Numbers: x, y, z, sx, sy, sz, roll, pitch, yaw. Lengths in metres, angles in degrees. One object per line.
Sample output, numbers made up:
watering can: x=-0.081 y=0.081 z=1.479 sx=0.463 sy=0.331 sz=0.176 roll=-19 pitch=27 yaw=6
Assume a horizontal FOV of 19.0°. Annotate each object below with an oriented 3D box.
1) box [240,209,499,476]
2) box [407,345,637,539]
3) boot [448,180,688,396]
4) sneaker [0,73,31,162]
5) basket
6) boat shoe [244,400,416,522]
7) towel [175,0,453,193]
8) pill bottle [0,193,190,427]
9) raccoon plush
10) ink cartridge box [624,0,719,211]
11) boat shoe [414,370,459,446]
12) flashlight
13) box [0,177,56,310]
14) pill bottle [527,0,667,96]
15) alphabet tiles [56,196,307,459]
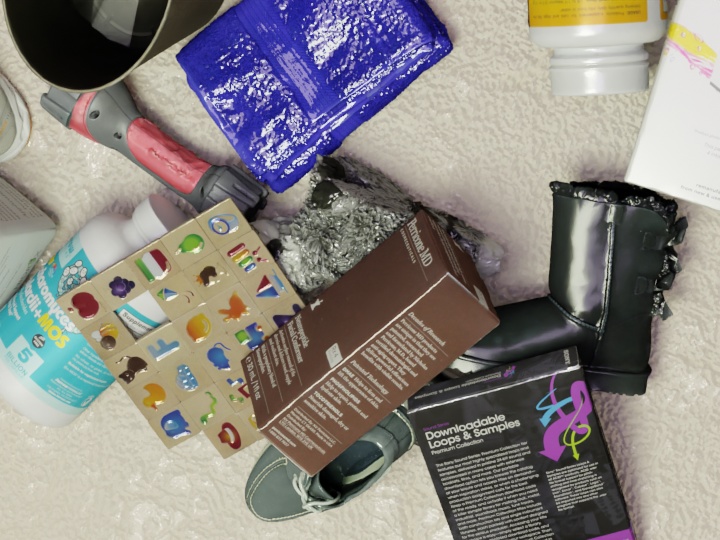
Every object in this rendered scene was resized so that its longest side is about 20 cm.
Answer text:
box: x=0.005 y=0.057 z=1.690 sx=0.200 sy=0.100 sz=0.075 roll=-39 pitch=122 yaw=11
box: x=0.132 y=0.164 z=1.726 sx=0.142 sy=0.036 sz=0.201 roll=-15 pitch=122 yaw=8
boot: x=0.159 y=0.008 z=1.717 sx=0.197 sy=0.073 sz=0.164 roll=7 pitch=104 yaw=-3
sneaker: x=-0.350 y=-0.179 z=1.792 sx=0.076 sy=0.092 sz=0.201 roll=-35 pitch=90 yaw=13
basket: x=-0.182 y=-0.234 z=1.694 sx=0.135 sy=0.200 sz=0.182 roll=16 pitch=100 yaw=10
boat shoe: x=-0.033 y=0.163 z=1.764 sx=0.200 sy=0.062 sz=0.073 roll=-32 pitch=104 yaw=37
towel: x=-0.041 y=-0.176 z=1.751 sx=0.200 sy=0.050 sz=0.148 roll=-38 pitch=90 yaw=14
pill bottle: x=-0.218 y=0.029 z=1.786 sx=0.200 sy=0.111 sz=0.111 roll=-44 pitch=88 yaw=14
raccoon plush: x=0.000 y=0.000 z=1.751 sx=0.199 sy=0.097 sz=0.135 roll=30 pitch=111 yaw=6
ink cartridge box: x=0.300 y=-0.149 z=1.634 sx=0.144 sy=0.147 sz=0.201 roll=18 pitch=101 yaw=9
boat shoe: x=0.023 y=0.098 z=1.772 sx=0.199 sy=0.060 sz=0.074 roll=31 pitch=104 yaw=6
flashlight: x=-0.168 y=-0.104 z=1.777 sx=0.199 sy=0.068 sz=0.068 roll=35 pitch=114 yaw=7
box: x=-0.404 y=-0.014 z=1.778 sx=0.199 sy=0.171 sz=0.200 roll=38 pitch=103 yaw=10
pill bottle: x=0.182 y=-0.238 z=1.665 sx=0.108 sy=0.109 sz=0.202 roll=-2 pitch=98 yaw=12
alphabet tiles: x=-0.122 y=0.057 z=1.742 sx=0.167 sy=0.008 sz=0.200 roll=-30 pitch=115 yaw=10
